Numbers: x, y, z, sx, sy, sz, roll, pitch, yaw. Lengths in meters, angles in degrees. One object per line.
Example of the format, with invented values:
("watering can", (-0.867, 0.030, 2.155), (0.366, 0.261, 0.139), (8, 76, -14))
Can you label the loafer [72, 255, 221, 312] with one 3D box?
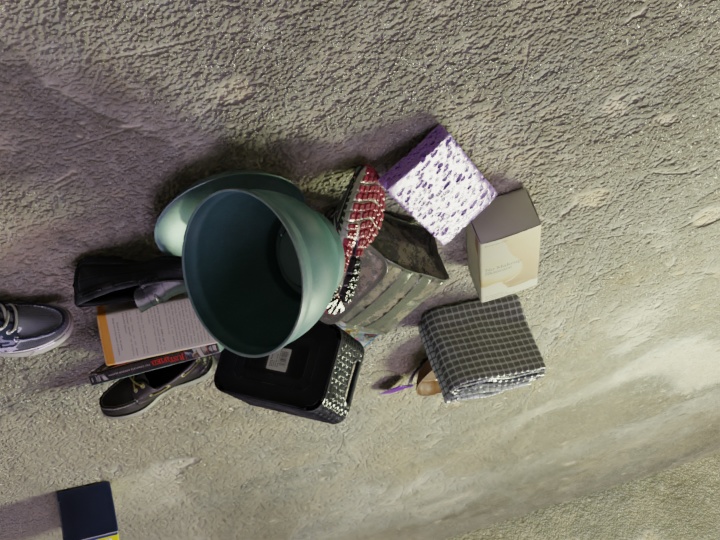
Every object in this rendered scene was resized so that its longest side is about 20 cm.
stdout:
("loafer", (-0.277, 0.021, 1.279), (0.198, 0.071, 0.068), (0, 159, 3))

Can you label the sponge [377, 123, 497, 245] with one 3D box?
("sponge", (0.111, -0.114, 1.349), (0.111, 0.030, 0.200), (-43, 147, 6))

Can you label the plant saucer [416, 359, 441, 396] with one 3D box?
("plant saucer", (0.189, 0.178, 1.903), (0.199, 0.035, 0.201), (-23, 155, -12))

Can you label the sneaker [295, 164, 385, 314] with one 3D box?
("sneaker", (-0.030, -0.047, 1.287), (0.080, 0.074, 0.202), (27, 85, -59))

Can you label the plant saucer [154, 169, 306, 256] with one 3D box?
("plant saucer", (-0.170, -0.076, 1.262), (0.199, 0.039, 0.202), (-15, 150, -8))

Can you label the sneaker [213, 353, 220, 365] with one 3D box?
("sneaker", (-0.165, 0.181, 1.664), (0.199, 0.083, 0.075), (14, 138, -45))

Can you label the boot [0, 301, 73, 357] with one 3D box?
("boot", (-0.481, 0.070, 1.287), (0.198, 0.073, 0.091), (-10, 156, -16))

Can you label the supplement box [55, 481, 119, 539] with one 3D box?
("supplement box", (-0.553, 0.526, 1.998), (0.108, 0.110, 0.201), (-10, 150, -17))

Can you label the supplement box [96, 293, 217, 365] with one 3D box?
("supplement box", (-0.262, 0.070, 1.364), (0.198, 0.074, 0.126), (-11, -173, -14))

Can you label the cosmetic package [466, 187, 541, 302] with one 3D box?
("cosmetic package", (0.224, -0.036, 1.538), (0.104, 0.072, 0.200), (-19, 152, 0))

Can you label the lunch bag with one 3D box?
("lunch bag", (0.000, 0.000, 1.421), (0.199, 0.118, 0.164), (15, 135, -37))

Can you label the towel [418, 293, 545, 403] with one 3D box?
("towel", (0.219, 0.134, 1.737), (0.198, 0.167, 0.086), (-11, 145, -16))

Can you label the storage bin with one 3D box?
("storage bin", (-0.110, 0.146, 1.506), (0.198, 0.136, 0.094), (8, 163, 28))

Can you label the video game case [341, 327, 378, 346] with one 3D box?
("video game case", (0.001, 0.079, 1.659), (0.142, 0.018, 0.200), (9, 141, -42))

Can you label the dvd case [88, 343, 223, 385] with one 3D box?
("dvd case", (-0.285, 0.121, 1.449), (0.198, 0.022, 0.146), (-16, -173, 7))

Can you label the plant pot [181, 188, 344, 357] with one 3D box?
("plant pot", (-0.103, -0.008, 1.203), (0.134, 0.201, 0.200), (-17, 159, -50))

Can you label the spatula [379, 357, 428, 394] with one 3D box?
("spatula", (0.114, 0.198, 1.927), (0.056, 0.021, 0.200), (1, 142, -50))

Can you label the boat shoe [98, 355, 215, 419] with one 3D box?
("boat shoe", (-0.333, 0.171, 1.563), (0.200, 0.072, 0.061), (-26, 148, -2))
